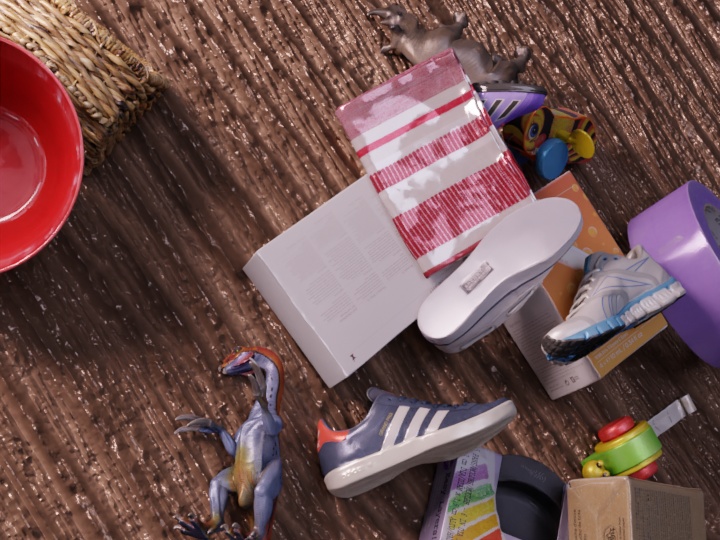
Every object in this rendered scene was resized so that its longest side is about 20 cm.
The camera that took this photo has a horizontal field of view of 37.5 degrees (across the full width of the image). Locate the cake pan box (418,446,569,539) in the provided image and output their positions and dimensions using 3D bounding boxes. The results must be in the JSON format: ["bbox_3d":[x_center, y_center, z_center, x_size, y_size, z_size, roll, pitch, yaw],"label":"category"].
[{"bbox_3d":[0.147,0.287,1.052,0.182,0.052,0.203,27,60,-17],"label":"cake pan box"}]

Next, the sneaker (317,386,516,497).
[{"bbox_3d":[0.050,0.144,1.020,0.197,0.075,0.086,-18,65,-9],"label":"sneaker"}]

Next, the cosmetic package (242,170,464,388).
[{"bbox_3d":[0.000,0.000,1.089,0.199,0.052,0.152,-36,87,-32],"label":"cosmetic package"}]

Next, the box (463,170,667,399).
[{"bbox_3d":[0.220,0.017,1.163,0.124,0.097,0.202,-31,86,-31],"label":"box"}]

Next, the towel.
[{"bbox_3d":[0.080,-0.113,1.097,0.143,0.023,0.202,-28,83,-3],"label":"towel"}]

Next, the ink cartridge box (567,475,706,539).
[{"bbox_3d":[0.280,0.315,1.054,0.163,0.074,0.204,20,65,-45],"label":"ink cartridge box"}]

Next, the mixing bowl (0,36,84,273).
[{"bbox_3d":[-0.331,-0.094,0.910,0.196,0.108,0.204,0,90,-8],"label":"mixing bowl"}]

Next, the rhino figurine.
[{"bbox_3d":[0.097,-0.257,1.231,0.198,0.060,0.088,25,57,-5],"label":"rhino figurine"}]

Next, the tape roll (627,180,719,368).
[{"bbox_3d":[0.398,0.003,1.215,0.199,0.085,0.202,38,33,-30],"label":"tape roll"}]

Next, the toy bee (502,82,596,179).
[{"bbox_3d":[0.207,-0.159,1.206,0.129,0.110,0.200,19,31,23],"label":"toy bee"}]

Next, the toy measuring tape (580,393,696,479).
[{"bbox_3d":[0.320,0.181,1.166,0.198,0.073,0.074,-24,82,-31],"label":"toy measuring tape"}]

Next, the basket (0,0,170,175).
[{"bbox_3d":[-0.275,-0.219,0.983,0.199,0.143,0.150,40,60,-7],"label":"basket"}]

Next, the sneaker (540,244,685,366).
[{"bbox_3d":[0.242,0.029,1.079,0.198,0.075,0.087,-23,75,-38],"label":"sneaker"}]

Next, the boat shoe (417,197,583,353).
[{"bbox_3d":[0.145,0.006,1.074,0.199,0.065,0.074,-37,53,6],"label":"boat shoe"}]

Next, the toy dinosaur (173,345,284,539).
[{"bbox_3d":[-0.105,0.167,0.982,0.202,0.103,0.183,66,35,-35],"label":"toy dinosaur"}]

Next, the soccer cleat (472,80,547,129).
[{"bbox_3d":[0.107,-0.161,1.154,0.196,0.068,0.075,-7,88,10],"label":"soccer cleat"}]
